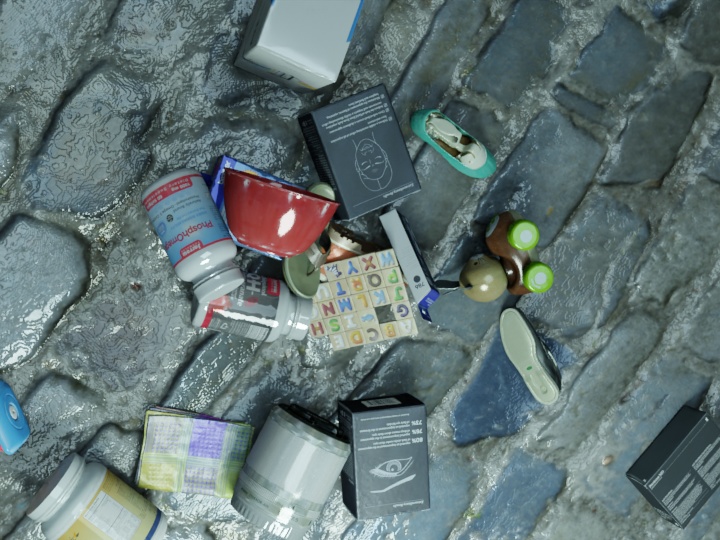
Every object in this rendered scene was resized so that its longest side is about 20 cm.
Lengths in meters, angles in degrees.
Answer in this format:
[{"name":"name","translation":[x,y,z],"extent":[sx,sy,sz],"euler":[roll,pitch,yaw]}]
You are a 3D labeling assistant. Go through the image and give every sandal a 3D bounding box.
[{"name":"sandal","translation":[-0.082,-0.052,1.589],"extent":[0.079,0.057,0.204],"euler":[9,93,-39]}]

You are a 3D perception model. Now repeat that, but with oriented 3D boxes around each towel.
[{"name":"towel","translation":[-0.295,0.327,1.640],"extent":[0.197,0.023,0.146],"euler":[13,89,-17]}]

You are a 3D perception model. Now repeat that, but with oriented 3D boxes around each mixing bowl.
[{"name":"mixing bowl","translation":[-0.140,-0.087,1.494],"extent":[0.198,0.200,0.110],"euler":[15,96,-17]}]

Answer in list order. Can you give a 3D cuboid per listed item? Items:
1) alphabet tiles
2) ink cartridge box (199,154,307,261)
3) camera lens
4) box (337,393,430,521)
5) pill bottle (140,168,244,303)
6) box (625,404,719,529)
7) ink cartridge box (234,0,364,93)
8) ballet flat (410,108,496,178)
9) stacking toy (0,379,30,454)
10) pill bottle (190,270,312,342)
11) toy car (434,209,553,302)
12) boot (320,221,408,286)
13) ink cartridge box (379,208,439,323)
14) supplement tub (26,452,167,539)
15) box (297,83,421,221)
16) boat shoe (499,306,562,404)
[{"name":"alphabet tiles","translation":[-0.012,0.057,1.654],"extent":[0.197,0.008,0.169],"euler":[-13,110,15]},{"name":"ink cartridge box","translation":[-0.204,-0.114,1.610],"extent":[0.198,0.076,0.138],"euler":[21,88,-15]},{"name":"camera lens","translation":[-0.121,0.348,1.623],"extent":[0.159,0.160,0.202],"euler":[29,86,-16]},{"name":"box","translation":[0.042,0.340,1.700],"extent":[0.146,0.104,0.203],"euler":[-3,95,-17]},{"name":"pill bottle","translation":[-0.268,-0.055,1.498],"extent":[0.108,0.109,0.202],"euler":[-26,83,-13]},{"name":"box","translation":[0.667,0.403,1.906],"extent":[0.200,0.079,0.141],"euler":[-45,108,-9]},{"name":"ink cartridge box","translation":[-0.108,-0.399,1.552],"extent":[0.143,0.200,0.149],"euler":[20,88,-19]},{"name":"ballet flat","translation":[0.180,-0.233,1.717],"extent":[0.199,0.070,0.068],"euler":[32,85,-17]},{"name":"stacking toy","translation":[-0.652,0.267,1.500],"extent":[0.198,0.116,0.111],"euler":[-23,100,0]},{"name":"pill bottle","translation":[-0.188,0.061,1.607],"extent":[0.197,0.111,0.112],"euler":[14,90,-17]},{"name":"toy car","translation":[0.230,-0.007,1.711],"extent":[0.198,0.164,0.160],"euler":[-22,100,-3]},{"name":"boot","translation":[0.000,0.000,1.689],"extent":[0.198,0.075,0.108],"euler":[26,106,-23]},{"name":"ink cartridge box","translation":[0.096,-0.007,1.658],"extent":[0.039,0.099,0.202],"euler":[-24,79,10]},{"name":"supplement tub","translation":[-0.438,0.413,1.540],"extent":[0.200,0.144,0.145],"euler":[42,82,-15]},{"name":"box","translation":[-0.002,-0.208,1.645],"extent":[0.147,0.107,0.202],"euler":[-22,99,-14]},{"name":"boat shoe","translation":[0.334,0.159,1.805],"extent":[0.067,0.071,0.202],"euler":[-34,97,-49]}]
